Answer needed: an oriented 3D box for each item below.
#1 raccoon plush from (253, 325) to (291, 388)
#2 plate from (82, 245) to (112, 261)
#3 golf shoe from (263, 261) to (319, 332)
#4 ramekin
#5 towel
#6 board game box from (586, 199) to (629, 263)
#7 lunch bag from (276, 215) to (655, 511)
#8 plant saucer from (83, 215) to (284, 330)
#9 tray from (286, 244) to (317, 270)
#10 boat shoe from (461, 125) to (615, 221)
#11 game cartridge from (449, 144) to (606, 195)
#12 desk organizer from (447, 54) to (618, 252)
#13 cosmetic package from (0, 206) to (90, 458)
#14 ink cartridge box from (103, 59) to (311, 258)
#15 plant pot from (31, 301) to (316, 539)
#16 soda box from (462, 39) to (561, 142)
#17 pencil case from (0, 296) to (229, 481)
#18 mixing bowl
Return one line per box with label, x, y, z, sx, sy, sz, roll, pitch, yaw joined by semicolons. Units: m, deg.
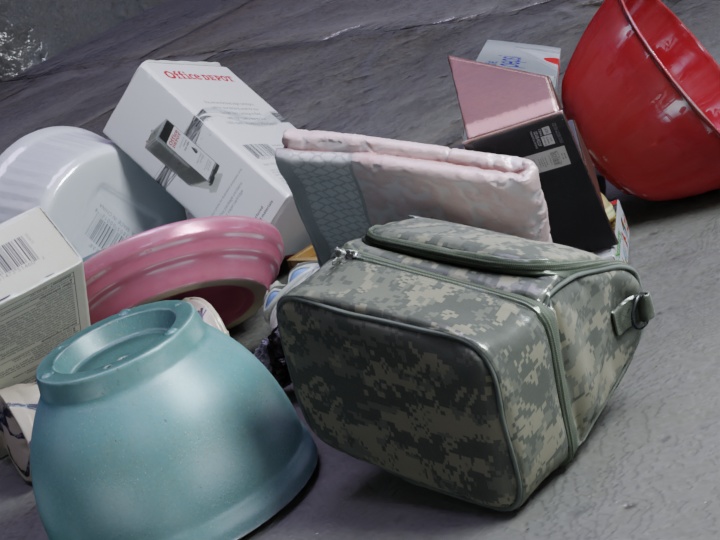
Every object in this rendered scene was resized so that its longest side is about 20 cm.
raccoon plush;-0.021;0.087;1.392;0.200;0.097;0.134;-42;14;40
plate;-0.203;0.011;1.663;0.200;0.026;0.200;-17;-19;-6
golf shoe;0.000;0.000;1.509;0.200;0.078;0.097;-53;23;23
ramekin;-0.259;-0.033;1.786;0.098;0.201;0.200;10;34;45
towel;0.046;-0.028;1.361;0.191;0.200;0.032;9;63;17
board game box;0.113;0.005;1.503;0.200;0.035;0.126;-16;18;15
lunch bag;0.068;0.041;1.222;0.200;0.140;0.168;13;37;41
plant saucer;-0.157;0.019;1.616;0.200;0.051;0.201;-17;-19;-6
tray;0.038;-0.039;1.721;0.200;0.037;0.099;-35;22;-36
boat shoe;0.135;-0.074;1.535;0.073;0.063;0.200;-24;24;-20
game cartridge;0.098;-0.070;1.659;0.200;0.038;0.130;-17;27;-21
desk organizer;0.126;-0.085;1.369;0.072;0.200;0.077;-17;60;11
cosmetic package;-0.277;0.053;1.534;0.103;0.200;0.073;-28;59;-24
ink cartridge box;-0.118;-0.103;1.757;0.083;0.200;0.147;-56;-22;21
plant pot;-0.147;0.105;1.318;0.200;0.134;0.200;-19;17;6
soda box;0.126;-0.144;1.537;0.068;0.064;0.200;8;13;6
pencil case;-0.201;0.095;1.522;0.200;0.078;0.089;-27;3;-20
mixing bowl;0.238;-0.132;1.565;0.108;0.200;0.200;-39;10;23
